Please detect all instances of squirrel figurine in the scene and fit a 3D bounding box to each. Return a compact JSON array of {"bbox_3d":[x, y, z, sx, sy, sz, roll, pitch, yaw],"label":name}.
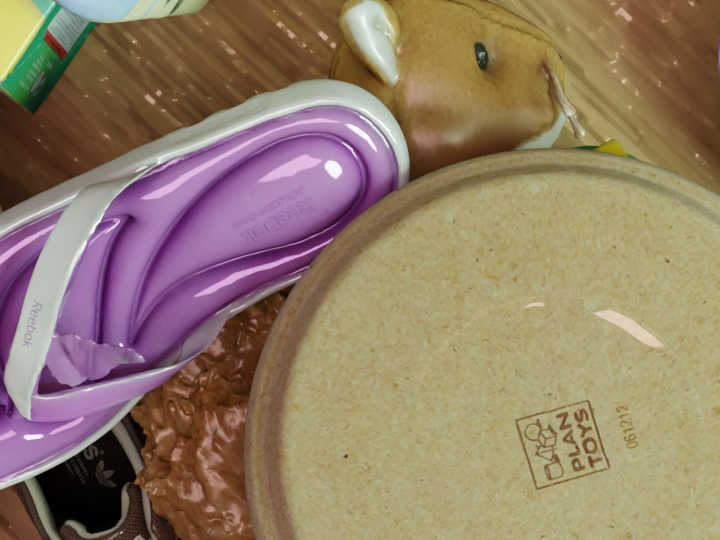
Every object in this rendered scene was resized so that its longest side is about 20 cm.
[{"bbox_3d":[0.000,0.000,1.008,0.200,0.142,0.187,-9,89,3],"label":"squirrel figurine"}]

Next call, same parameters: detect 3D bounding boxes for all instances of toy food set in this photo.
[{"bbox_3d":[0.064,0.059,0.910,0.198,0.049,0.200,-32,78,-4],"label":"toy food set"}]

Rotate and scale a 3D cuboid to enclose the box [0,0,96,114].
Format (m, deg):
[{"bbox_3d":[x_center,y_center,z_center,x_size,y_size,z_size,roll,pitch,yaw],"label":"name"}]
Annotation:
[{"bbox_3d":[-0.187,-0.133,1.014,0.200,0.117,0.048,34,88,0],"label":"box"}]

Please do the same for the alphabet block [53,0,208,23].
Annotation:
[{"bbox_3d":[-0.088,-0.210,0.956,0.196,0.200,0.195,40,99,0],"label":"alphabet block"}]

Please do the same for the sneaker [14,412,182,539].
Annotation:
[{"bbox_3d":[-0.082,0.110,1.054,0.070,0.076,0.200,-33,92,7],"label":"sneaker"}]

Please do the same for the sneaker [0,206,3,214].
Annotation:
[{"bbox_3d":[-0.160,0.017,0.997,0.078,0.099,0.200,-8,101,-30],"label":"sneaker"}]

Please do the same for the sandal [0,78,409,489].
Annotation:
[{"bbox_3d":[-0.076,0.007,0.935,0.203,0.050,0.082,-36,111,9],"label":"sandal"}]
